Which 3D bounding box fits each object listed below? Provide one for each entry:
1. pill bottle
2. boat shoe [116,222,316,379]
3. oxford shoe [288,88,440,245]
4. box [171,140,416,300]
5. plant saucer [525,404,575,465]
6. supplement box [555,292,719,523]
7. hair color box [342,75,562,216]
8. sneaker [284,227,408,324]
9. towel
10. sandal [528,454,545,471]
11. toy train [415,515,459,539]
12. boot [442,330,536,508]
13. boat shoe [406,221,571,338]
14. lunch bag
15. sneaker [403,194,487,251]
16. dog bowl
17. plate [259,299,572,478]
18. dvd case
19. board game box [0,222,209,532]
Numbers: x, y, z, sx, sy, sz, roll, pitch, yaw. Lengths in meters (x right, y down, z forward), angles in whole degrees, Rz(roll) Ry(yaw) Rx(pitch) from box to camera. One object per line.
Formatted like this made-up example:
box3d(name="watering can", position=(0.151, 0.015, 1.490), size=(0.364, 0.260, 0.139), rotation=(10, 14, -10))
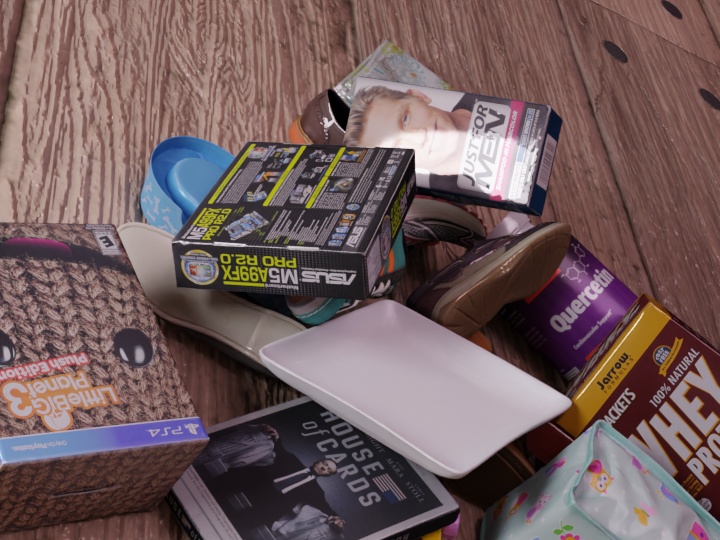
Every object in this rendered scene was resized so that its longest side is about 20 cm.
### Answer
box3d(name="pill bottle", position=(0.208, 0.030, 1.331), size=(0.200, 0.113, 0.112), rotation=(44, 36, 6))
box3d(name="boat shoe", position=(-0.128, 0.033, 1.091), size=(0.200, 0.057, 0.067), rotation=(33, 72, -3))
box3d(name="oxford shoe", position=(0.016, -0.105, 1.339), size=(0.200, 0.073, 0.071), rotation=(40, 35, 0))
box3d(name="box", position=(-0.048, -0.047, 1.078), size=(0.160, 0.044, 0.200), rotation=(3, 30, 13))
box3d(name="plant saucer", position=(0.225, 0.184, 1.181), size=(0.200, 0.037, 0.200), rotation=(38, 7, 4))
box3d(name="supplement box", position=(0.297, 0.135, 1.163), size=(0.200, 0.133, 0.197), rotation=(38, 8, 7))
box3d(name="hair color box", position=(0.085, -0.121, 1.250), size=(0.199, 0.100, 0.061), rotation=(12, -3, 22))
box3d(name="sneaker", position=(0.000, 0.000, 1.136), size=(0.080, 0.071, 0.200), rotation=(58, 33, -18))
box3d(name="towel", position=(0.072, -0.173, 1.483), size=(0.200, 0.048, 0.171), rotation=(38, 37, -2))
box3d(name="sandal", position=(0.227, 0.244, 1.174), size=(0.203, 0.050, 0.082), rotation=(47, 37, 9))
box3d(name="toy train", position=(-0.011, 0.201, 1.012), size=(0.150, 0.056, 0.200), rotation=(30, 39, 17))
box3d(name="boot", position=(0.096, 0.121, 1.183), size=(0.200, 0.077, 0.155), rotation=(33, 32, 2))
box3d(name="boat shoe", position=(0.124, -0.001, 1.221), size=(0.065, 0.072, 0.200), rotation=(31, 48, 32))
box3d(name="lunch bag", position=(0.210, 0.250, 1.051), size=(0.200, 0.170, 0.122), rotation=(39, 41, -5))
box3d(name="sneaker", position=(0.031, -0.039, 1.271), size=(0.199, 0.081, 0.075), rotation=(5, 89, -22))
box3d(name="dog bowl", position=(-0.116, -0.035, 1.168), size=(0.200, 0.050, 0.111), rotation=(41, 36, 3))
box3d(name="plate", position=(0.045, 0.097, 1.049), size=(0.200, 0.032, 0.199), rotation=(29, 26, 26))
box3d(name="dvd case", position=(-0.044, 0.165, 0.981), size=(0.200, 0.025, 0.150), rotation=(-15, 48, -34))
box3d(name="board game box", position=(-0.228, 0.071, 0.914), size=(0.159, 0.097, 0.200), rotation=(-2, 52, -42))
